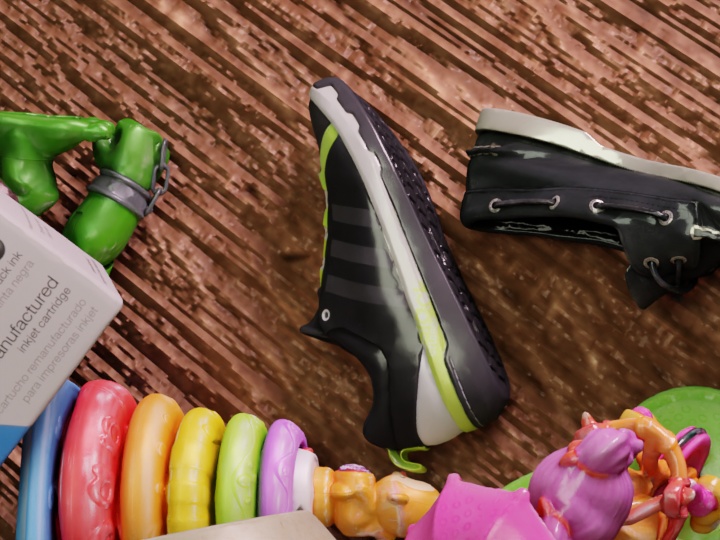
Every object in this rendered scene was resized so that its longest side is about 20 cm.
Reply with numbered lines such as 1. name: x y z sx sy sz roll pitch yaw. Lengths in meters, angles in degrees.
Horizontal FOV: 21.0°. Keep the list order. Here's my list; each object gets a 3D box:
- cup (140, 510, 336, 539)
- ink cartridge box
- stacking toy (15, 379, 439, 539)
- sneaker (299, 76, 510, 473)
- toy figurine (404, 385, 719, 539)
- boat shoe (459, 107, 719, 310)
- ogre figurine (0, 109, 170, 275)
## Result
1. cup: -0.058 0.181 0.817 0.199 0.200 0.144 -14 82 15
2. ink cartridge box: -0.230 0.005 0.860 0.200 0.084 0.146 37 91 -20
3. stacking toy: -0.058 0.107 0.922 0.199 0.116 0.110 0 74 7
4. sneaker: 0.000 0.000 0.938 0.083 0.072 0.201 -27 69 11
5. toy figurine: 0.093 0.119 0.812 0.150 0.184 0.200 37 88 23
6. boat shoe: 0.131 -0.017 0.897 0.199 0.074 0.066 21 85 23
7. ogre figurine: -0.188 -0.020 0.966 0.098 0.200 0.120 9 98 32
